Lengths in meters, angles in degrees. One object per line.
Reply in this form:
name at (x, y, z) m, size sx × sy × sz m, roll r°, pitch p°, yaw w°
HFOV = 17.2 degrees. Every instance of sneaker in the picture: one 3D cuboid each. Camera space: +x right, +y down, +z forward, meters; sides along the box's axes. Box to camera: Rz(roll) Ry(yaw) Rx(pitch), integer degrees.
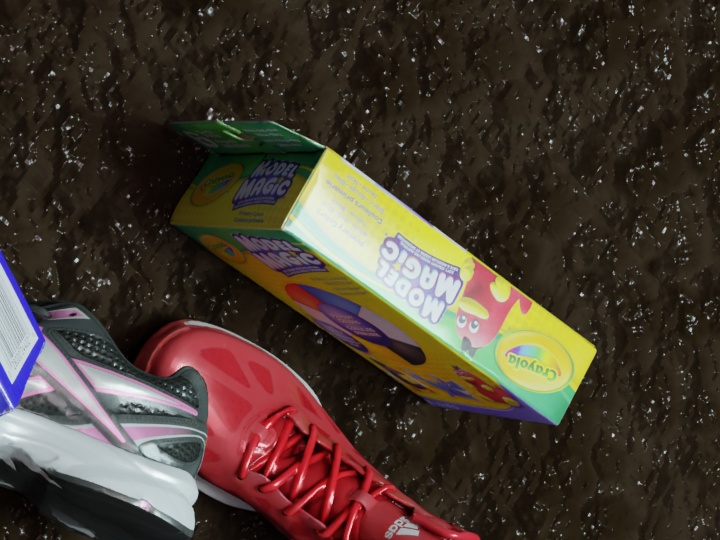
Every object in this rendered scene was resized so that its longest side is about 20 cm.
sneaker at (-0.155, 0.047, 1.034) m, size 0.200 × 0.080 × 0.086 m, roll 28°, pitch 60°, yaw -20°
sneaker at (-0.010, 0.096, 1.095) m, size 0.200 × 0.115 × 0.078 m, roll 42°, pitch 71°, yaw -25°

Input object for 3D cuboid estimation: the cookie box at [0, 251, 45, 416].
cookie box at (-0.250, 0.005, 0.917) m, size 0.200 × 0.075 × 0.171 m, roll -22°, pitch 106°, yaw 11°

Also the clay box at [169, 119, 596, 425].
clay box at (0.000, 0.000, 1.100) m, size 0.200 × 0.115 × 0.048 m, roll 34°, pitch 75°, yaw -26°
